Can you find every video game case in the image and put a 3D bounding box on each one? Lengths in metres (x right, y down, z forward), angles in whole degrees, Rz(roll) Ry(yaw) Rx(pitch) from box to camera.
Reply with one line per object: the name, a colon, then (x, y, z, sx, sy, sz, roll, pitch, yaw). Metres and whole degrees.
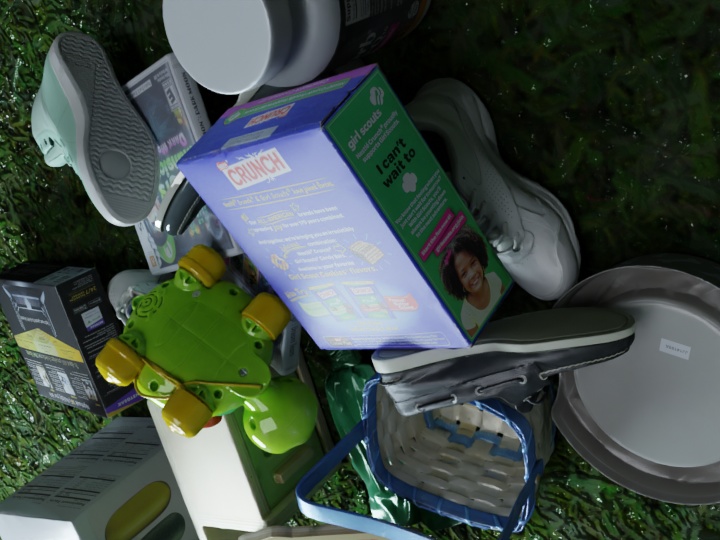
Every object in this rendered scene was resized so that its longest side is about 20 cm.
video game case: (-0.117, -0.027, 0.983, 0.200, 0.024, 0.182, 41, 140, 35)
video game case: (-0.181, -0.091, 0.993, 0.200, 0.023, 0.182, -11, 100, 56)

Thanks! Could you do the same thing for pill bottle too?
pill bottle: (-0.041, -0.199, 0.764, 0.116, 0.200, 0.117, 18, 123, 29)

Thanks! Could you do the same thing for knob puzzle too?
knob puzzle: (-0.026, 0.249, 0.984, 0.219, 0.219, 0.031, -21, 59, 41)

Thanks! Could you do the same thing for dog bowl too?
dog bowl: (0.236, 0.077, 0.806, 0.200, 0.059, 0.201, 17, 122, 28)

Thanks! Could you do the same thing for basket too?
basket: (0.065, 0.152, 0.873, 0.176, 0.200, 0.139, 11, 128, 28)

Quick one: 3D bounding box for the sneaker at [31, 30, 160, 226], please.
sneaker: (-0.251, -0.109, 0.993, 0.118, 0.074, 0.201, -47, 59, 48)

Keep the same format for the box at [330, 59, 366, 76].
box: (-0.017, -0.155, 0.878, 0.200, 0.041, 0.039, 52, 133, 0)

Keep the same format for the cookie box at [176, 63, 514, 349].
cookie box: (-0.011, -0.036, 0.780, 0.171, 0.075, 0.200, -5, 130, 47)

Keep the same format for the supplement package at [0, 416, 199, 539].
supplement package: (-0.269, 0.281, 1.189, 0.150, 0.200, 0.152, -5, 111, 38)

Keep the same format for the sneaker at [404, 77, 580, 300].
sneaker: (0.087, -0.049, 0.819, 0.200, 0.099, 0.078, 51, 132, 3)

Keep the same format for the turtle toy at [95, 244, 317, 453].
turtle toy: (-0.123, 0.083, 0.928, 0.200, 0.146, 0.101, 35, 162, 14)

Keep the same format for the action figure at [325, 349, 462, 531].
action figure: (0.019, 0.150, 1.007, 0.118, 0.055, 0.200, -12, 110, 41)

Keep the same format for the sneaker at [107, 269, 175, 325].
sneaker: (-0.207, 0.037, 1.060, 0.200, 0.087, 0.075, 24, 87, 48)

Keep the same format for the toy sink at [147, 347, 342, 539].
toy sink: (-0.104, 0.187, 1.067, 0.112, 0.130, 0.201, -4, 110, 37)

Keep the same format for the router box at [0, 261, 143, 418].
router box: (-0.332, 0.073, 1.193, 0.200, 0.052, 0.158, 4, 117, 51)

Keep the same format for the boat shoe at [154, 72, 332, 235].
boat shoe: (-0.095, -0.096, 0.864, 0.062, 0.073, 0.200, 38, 105, -6)

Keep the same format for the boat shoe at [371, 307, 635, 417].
boat shoe: (0.109, 0.075, 0.789, 0.199, 0.075, 0.066, -12, 103, 16)
